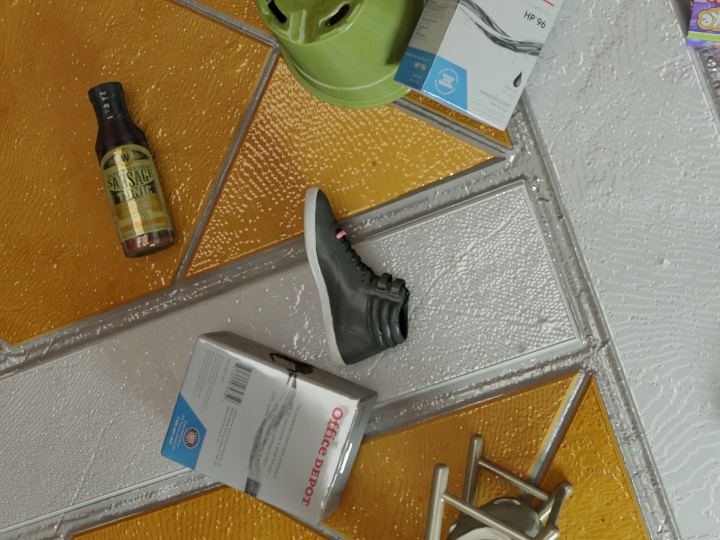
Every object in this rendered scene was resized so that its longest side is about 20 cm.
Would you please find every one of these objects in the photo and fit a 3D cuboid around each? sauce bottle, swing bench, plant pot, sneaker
[{"bbox_3d":[-0.271,-0.117,1.289,0.066,0.066,0.201,-19,87,15],"label":"sauce bottle"},{"bbox_3d":[0.110,0.293,1.121,0.129,0.199,0.201,27,98,13],"label":"swing bench"},{"bbox_3d":[-0.023,-0.278,1.153,0.199,0.190,0.202,0,91,15],"label":"plant pot"},{"bbox_3d":[0.000,0.000,1.217,0.099,0.071,0.201,-12,94,13],"label":"sneaker"}]

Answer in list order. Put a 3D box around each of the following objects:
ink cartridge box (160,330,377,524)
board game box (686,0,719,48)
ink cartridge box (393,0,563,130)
[{"bbox_3d":[-0.100,0.170,1.236,0.199,0.084,0.146,21,96,14],"label":"ink cartridge box"},{"bbox_3d":[0.435,-0.281,1.100,0.199,0.045,0.135,10,94,15],"label":"board game box"},{"bbox_3d":[0.132,-0.262,1.144,0.115,0.068,0.201,19,98,-30],"label":"ink cartridge box"}]
